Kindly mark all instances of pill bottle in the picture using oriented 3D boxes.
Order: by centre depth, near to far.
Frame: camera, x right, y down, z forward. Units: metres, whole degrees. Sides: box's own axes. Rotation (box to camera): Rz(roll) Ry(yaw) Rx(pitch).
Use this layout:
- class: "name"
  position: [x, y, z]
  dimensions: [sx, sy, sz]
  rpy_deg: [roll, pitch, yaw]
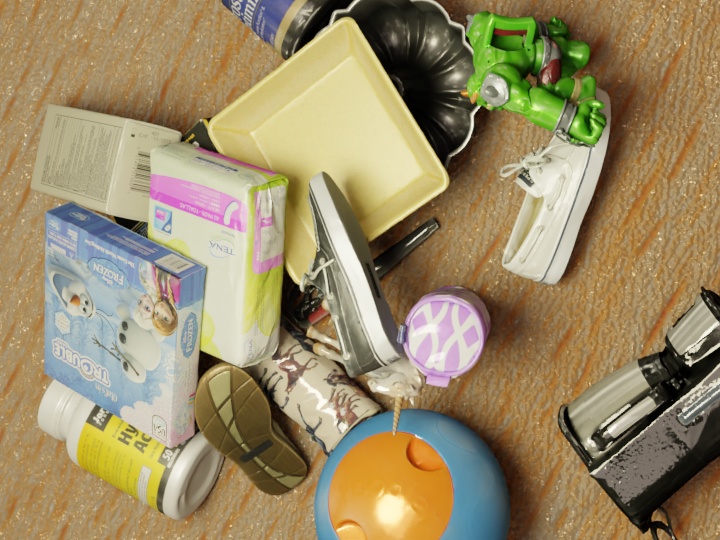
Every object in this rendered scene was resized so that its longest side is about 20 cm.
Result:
- class: "pill bottle"
  position: [-0.105, -0.320, 1.427]
  dimensions: [0.200, 0.112, 0.112]
  rpy_deg: [42, 105, 13]
- class: "pill bottle"
  position: [-0.260, 0.187, 1.505]
  dimensions: [0.198, 0.111, 0.113]
  rpy_deg: [24, 100, 17]

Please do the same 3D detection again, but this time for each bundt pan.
- class: "bundt pan"
  position: [0.041, -0.187, 1.397]
  dimensions: [0.199, 0.076, 0.205]
  rpy_deg: [2, 96, 20]

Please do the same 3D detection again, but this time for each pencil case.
- class: "pencil case"
  position: [0.088, 0.062, 1.331]
  dimensions: [0.083, 0.200, 0.087]
  rpy_deg: [1, 93, 8]
- class: "pencil case"
  position: [-0.073, 0.118, 1.453]
  dimensions: [0.200, 0.078, 0.090]
  rpy_deg: [41, 119, 13]

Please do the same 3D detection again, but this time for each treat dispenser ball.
- class: "treat dispenser ball"
  position: [0.052, 0.242, 1.350]
  dimensions: [0.198, 0.201, 0.204]
  rpy_deg: [1, 93, 19]

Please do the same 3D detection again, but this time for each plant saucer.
- class: "plant saucer"
  position: [-0.029, -0.119, 1.365]
  dimensions: [0.199, 0.048, 0.201]
  rpy_deg: [-34, 83, 20]

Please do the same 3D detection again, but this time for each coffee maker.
- class: "coffee maker"
  position: [0.324, 0.149, 1.302]
  dimensions: [0.200, 0.135, 0.192]
  rpy_deg: [-40, 103, 18]

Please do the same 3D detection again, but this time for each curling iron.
- class: "curling iron"
  position: [0.000, 0.000, 1.449]
  dimensions: [0.199, 0.026, 0.050]
  rpy_deg: [-31, 85, 18]

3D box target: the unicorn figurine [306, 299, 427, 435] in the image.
- class: "unicorn figurine"
  position: [0.012, 0.087, 1.362]
  dimensions: [0.136, 0.200, 0.075]
  rpy_deg: [28, 98, 11]

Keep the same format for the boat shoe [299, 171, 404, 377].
- class: "boat shoe"
  position: [-0.022, 0.005, 1.300]
  dimensions: [0.067, 0.074, 0.202]
  rpy_deg: [-24, 81, 14]

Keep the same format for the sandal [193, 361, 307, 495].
- class: "sandal"
  position: [-0.121, 0.167, 1.442]
  dimensions: [0.080, 0.201, 0.054]
  rpy_deg: [-29, 40, 3]

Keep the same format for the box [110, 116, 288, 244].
- class: "box"
  position: [-0.176, -0.050, 1.463]
  dimensions: [0.199, 0.049, 0.161]
  rpy_deg: [-35, 78, 40]

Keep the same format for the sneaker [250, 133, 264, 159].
- class: "sneaker"
  position: [-0.059, -0.102, 1.452]
  dimensions: [0.087, 0.075, 0.202]
  rpy_deg: [-26, 87, 3]

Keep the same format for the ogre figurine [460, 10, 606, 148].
- class: "ogre figurine"
  position: [0.163, -0.196, 1.287]
  dimensions: [0.118, 0.098, 0.202]
  rpy_deg: [13, 56, -14]

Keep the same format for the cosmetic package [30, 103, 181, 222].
- class: "cosmetic package"
  position: [-0.282, -0.119, 1.467]
  dimensions: [0.199, 0.070, 0.107]
  rpy_deg: [19, 96, 52]

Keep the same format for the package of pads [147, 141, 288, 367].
- class: "package of pads"
  position: [-0.148, -0.016, 1.375]
  dimensions: [0.153, 0.068, 0.203]
  rpy_deg: [20, 115, 34]

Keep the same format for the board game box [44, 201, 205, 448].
- class: "board game box"
  position: [-0.253, 0.056, 1.409]
  dimensions: [0.198, 0.043, 0.202]
  rpy_deg: [24, 122, 30]

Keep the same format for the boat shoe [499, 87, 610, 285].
- class: "boat shoe"
  position: [0.184, -0.091, 1.346]
  dimensions: [0.085, 0.075, 0.204]
  rpy_deg: [14, 105, -13]
